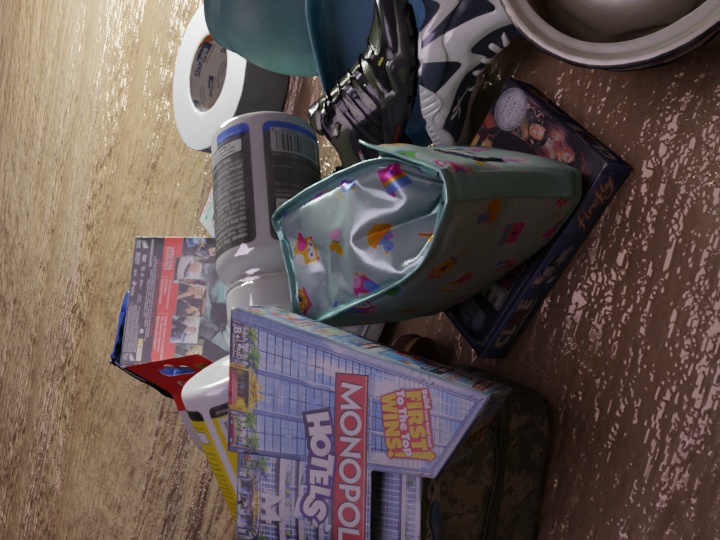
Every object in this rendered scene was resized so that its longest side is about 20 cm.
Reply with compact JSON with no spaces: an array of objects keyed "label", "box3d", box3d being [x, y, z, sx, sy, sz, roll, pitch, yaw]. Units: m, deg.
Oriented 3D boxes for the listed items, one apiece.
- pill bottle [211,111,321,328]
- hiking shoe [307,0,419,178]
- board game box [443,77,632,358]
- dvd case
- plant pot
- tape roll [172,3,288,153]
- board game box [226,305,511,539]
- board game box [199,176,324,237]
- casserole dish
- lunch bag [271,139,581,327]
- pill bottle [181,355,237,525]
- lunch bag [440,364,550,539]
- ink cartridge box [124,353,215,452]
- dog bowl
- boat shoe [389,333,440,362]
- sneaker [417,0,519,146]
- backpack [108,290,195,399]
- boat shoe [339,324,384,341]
[{"label":"pill bottle","box3d":[-0.090,-0.044,0.823,0.113,0.113,0.203,-28,60,46]},{"label":"hiking shoe","box3d":[0.000,-0.155,0.741,0.076,0.099,0.203,-69,-17,-72]},{"label":"board game box","box3d":[0.127,-0.044,0.718,0.136,0.034,0.202,52,125,40]},{"label":"dvd case","box3d":[-0.162,0.036,0.896,0.197,0.022,0.149,0,78,16]},{"label":"plant pot","box3d":[-0.045,-0.284,0.855,0.134,0.200,0.202,38,118,15]},{"label":"tape roll","box3d":[-0.174,-0.254,1.087,0.199,0.065,0.204,-6,82,51]},{"label":"board game box","box3d":[0.003,0.130,0.583,0.197,0.061,0.204,1,89,25]},{"label":"board game box","box3d":[-0.108,-0.069,0.989,0.200,0.064,0.149,47,120,41]},{"label":"casserole dish","box3d":[0.019,-0.202,0.782,0.039,0.119,0.203,-90,-14,-64]},{"label":"lunch bag","box3d":[0.054,-0.036,0.645,0.199,0.169,0.124,-30,71,46]},{"label":"pill bottle","box3d":[-0.073,0.173,0.737,0.112,0.112,0.203,-11,103,49]},{"label":"lunch bag","box3d":[0.051,0.184,0.683,0.138,0.166,0.203,15,98,50]},{"label":"ink cartridge box","box3d":[-0.138,0.158,0.861,0.160,0.199,0.051,-14,50,46]},{"label":"dog bowl","box3d":[0.195,-0.235,0.585,0.197,0.073,0.204,-2,85,29]},{"label":"boat shoe","box3d":[0.027,0.157,0.791,0.070,0.070,0.203,15,98,48]},{"label":"sneaker","box3d":[0.116,-0.198,0.709,0.127,0.080,0.202,1,114,14]},{"label":"backpack","box3d":[-0.194,0.077,1.002,0.199,0.161,0.171,15,95,51]},{"label":"boat shoe","box3d":[0.000,0.000,0.834,0.072,0.068,0.202,-113,40,-58]}]
